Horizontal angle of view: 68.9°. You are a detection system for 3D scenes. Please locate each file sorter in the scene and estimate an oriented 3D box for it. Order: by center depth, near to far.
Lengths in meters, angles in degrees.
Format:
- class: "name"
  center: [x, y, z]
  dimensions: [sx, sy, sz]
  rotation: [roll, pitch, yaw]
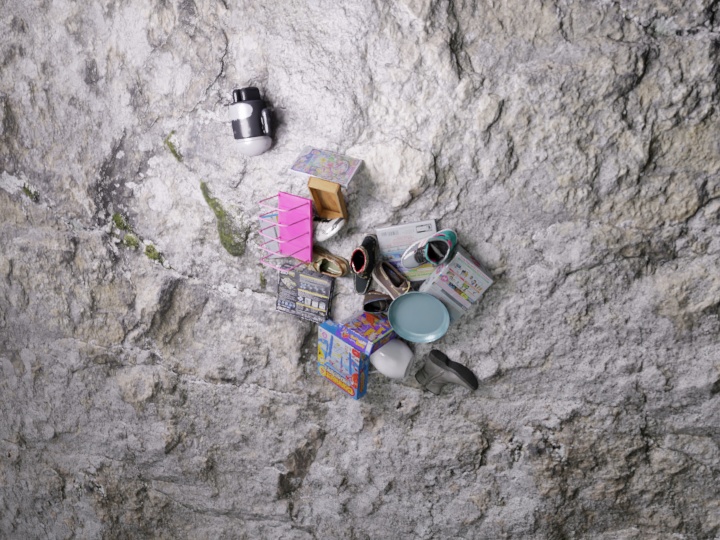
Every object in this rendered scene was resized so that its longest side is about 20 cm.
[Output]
- class: "file sorter"
  center: [-0.239, -0.120, 1.638]
  dimensions: [0.136, 0.124, 0.207]
  rotation: [18, 119, 31]

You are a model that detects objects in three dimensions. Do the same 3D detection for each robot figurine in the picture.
- class: "robot figurine"
  center: [-0.344, -0.465, 1.649]
  dimensions: [0.120, 0.150, 0.208]
  rotation: [-10, 105, -11]

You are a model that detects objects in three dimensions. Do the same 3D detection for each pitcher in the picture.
- class: "pitcher"
  center: [0.071, 0.298, 1.760]
  dimensions: [0.195, 0.121, 0.177]
  rotation: [24, 117, 19]

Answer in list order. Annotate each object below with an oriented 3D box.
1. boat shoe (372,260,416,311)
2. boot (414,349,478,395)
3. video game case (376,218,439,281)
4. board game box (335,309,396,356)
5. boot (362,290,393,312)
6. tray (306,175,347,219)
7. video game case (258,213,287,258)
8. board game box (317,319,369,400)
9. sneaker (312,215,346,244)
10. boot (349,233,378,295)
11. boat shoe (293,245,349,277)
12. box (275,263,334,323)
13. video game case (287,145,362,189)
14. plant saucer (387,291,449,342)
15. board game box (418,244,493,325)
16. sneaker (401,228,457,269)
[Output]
- class: "boat shoe"
  center: [0.123, 0.051, 1.657]
  dimensions: [0.199, 0.072, 0.060]
  rotation: [43, 145, 3]
- class: "boot"
  center: [0.285, 0.364, 1.745]
  dimensions: [0.197, 0.067, 0.134]
  rotation: [33, 119, 14]
- class: "video game case"
  center: [0.159, -0.058, 1.669]
  dimensions: [0.193, 0.022, 0.189]
  rotation: [-8, 104, 19]
- class: "board game box"
  center: [0.026, 0.189, 1.676]
  dimensions: [0.132, 0.198, 0.046]
  rotation: [28, 113, 21]
- class: "boot"
  center: [0.098, 0.115, 1.701]
  dimensions: [0.192, 0.097, 0.078]
  rotation: [2, 108, 17]
- class: "tray"
  center: [-0.098, -0.215, 1.618]
  dimensions: [0.095, 0.201, 0.038]
  rotation: [16, 72, 12]
- class: "video game case"
  center: [-0.255, -0.118, 1.748]
  dimensions: [0.195, 0.018, 0.148]
  rotation: [-3, 106, 40]
- class: "board game box"
  center: [-0.060, 0.301, 1.776]
  dimensions: [0.196, 0.055, 0.202]
  rotation: [26, 125, 35]
- class: "sneaker"
  center: [-0.132, -0.141, 1.687]
  dimensions: [0.196, 0.075, 0.090]
  rotation: [-20, 101, 37]
- class: "boot"
  center: [-0.001, -0.001, 1.665]
  dimensions: [0.071, 0.154, 0.211]
  rotation: [16, 111, 11]
- class: "boat shoe"
  center: [-0.133, -0.030, 1.742]
  dimensions: [0.193, 0.074, 0.078]
  rotation: [15, 111, 12]
- class: "box"
  center: [-0.193, 0.081, 1.810]
  dimensions: [0.193, 0.049, 0.167]
  rotation: [14, 112, 13]
- class: "video game case"
  center: [-0.107, -0.319, 1.608]
  dimensions: [0.193, 0.145, 0.018]
  rotation: [16, 136, 12]
- class: "plant saucer"
  center: [0.182, 0.141, 1.640]
  dimensions: [0.192, 0.028, 0.206]
  rotation: [7, 127, 9]
- class: "board game box"
  center: [0.292, 0.047, 1.624]
  dimensions: [0.146, 0.065, 0.201]
  rotation: [36, 116, -9]
- class: "sneaker"
  center: [0.200, -0.049, 1.581]
  dimensions: [0.197, 0.121, 0.085]
  rotation: [-31, 97, 23]
